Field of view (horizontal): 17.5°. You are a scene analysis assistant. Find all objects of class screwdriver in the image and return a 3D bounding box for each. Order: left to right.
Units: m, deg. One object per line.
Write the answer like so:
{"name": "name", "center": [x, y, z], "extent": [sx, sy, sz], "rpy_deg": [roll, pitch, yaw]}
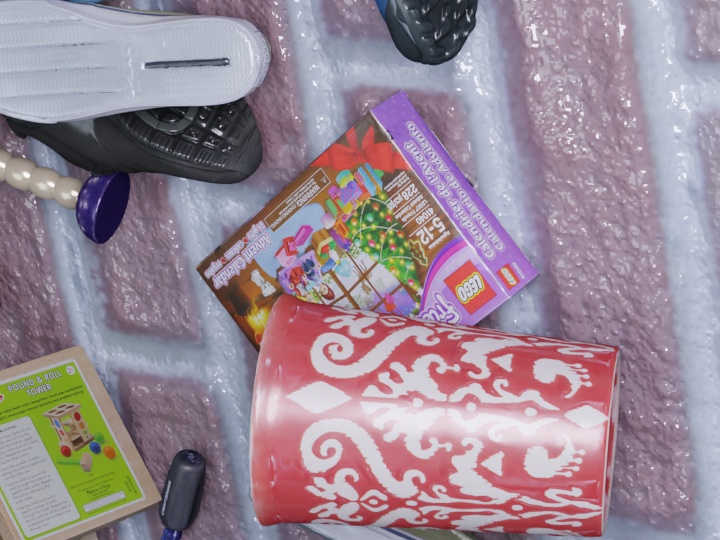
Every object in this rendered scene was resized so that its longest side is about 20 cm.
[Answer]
{"name": "screwdriver", "center": [-0.141, 0.204, 1.645], "extent": [0.029, 0.028, 0.201], "rpy_deg": [34, 128, 18]}

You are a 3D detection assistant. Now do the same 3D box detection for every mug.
{"name": "mug", "center": [0.050, 0.084, 1.357], "extent": [0.198, 0.178, 0.135], "rpy_deg": [4, 100, 10]}

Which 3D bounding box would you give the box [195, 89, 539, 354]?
{"name": "box", "center": [0.000, 0.000, 1.420], "extent": [0.137, 0.039, 0.200], "rpy_deg": [52, 133, 2]}

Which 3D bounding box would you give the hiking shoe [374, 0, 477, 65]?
{"name": "hiking shoe", "center": [0.002, -0.204, 1.297], "extent": [0.086, 0.074, 0.202], "rpy_deg": [-23, 88, 50]}

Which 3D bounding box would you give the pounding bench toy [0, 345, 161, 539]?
{"name": "pounding bench toy", "center": [-0.273, 0.164, 1.600], "extent": [0.156, 0.199, 0.125], "rpy_deg": [-41, 75, 43]}

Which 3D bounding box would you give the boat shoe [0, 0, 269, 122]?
{"name": "boat shoe", "center": [-0.150, -0.124, 1.395], "extent": [0.198, 0.062, 0.073], "rpy_deg": [4, 96, 8]}

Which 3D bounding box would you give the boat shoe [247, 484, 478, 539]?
{"name": "boat shoe", "center": [0.024, 0.156, 1.467], "extent": [0.199, 0.072, 0.062], "rpy_deg": [24, 83, 13]}

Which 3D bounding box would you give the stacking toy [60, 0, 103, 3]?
{"name": "stacking toy", "center": [-0.133, -0.201, 1.395], "extent": [0.199, 0.085, 0.086], "rpy_deg": [-5, 110, 35]}

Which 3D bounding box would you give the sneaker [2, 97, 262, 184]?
{"name": "sneaker", "center": [-0.147, -0.096, 1.472], "extent": [0.199, 0.076, 0.091], "rpy_deg": [23, 147, 21]}

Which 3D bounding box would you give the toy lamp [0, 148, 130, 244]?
{"name": "toy lamp", "center": [-0.251, -0.075, 1.540], "extent": [0.198, 0.058, 0.059], "rpy_deg": [19, 124, 14]}
